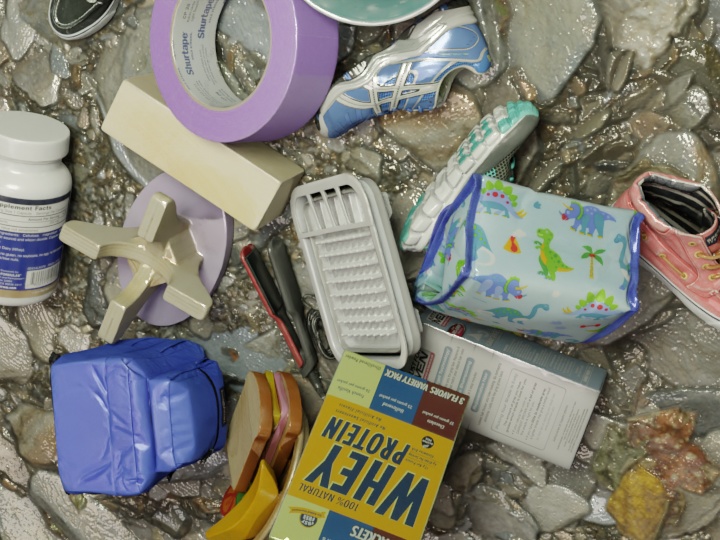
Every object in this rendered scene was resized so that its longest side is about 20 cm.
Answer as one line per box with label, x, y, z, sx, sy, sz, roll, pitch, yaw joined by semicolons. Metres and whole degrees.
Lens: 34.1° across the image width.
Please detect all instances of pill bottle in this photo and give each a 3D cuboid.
pill bottle;-0.389;-0.071;1.328;0.116;0.116;0.200;20;113;13

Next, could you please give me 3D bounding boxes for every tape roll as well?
tape roll;-0.118;-0.228;1.164;0.200;0.066;0.200;6;99;37

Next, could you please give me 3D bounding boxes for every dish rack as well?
dish rack;0.000;0.000;1.204;0.172;0.043;0.200;-7;99;62

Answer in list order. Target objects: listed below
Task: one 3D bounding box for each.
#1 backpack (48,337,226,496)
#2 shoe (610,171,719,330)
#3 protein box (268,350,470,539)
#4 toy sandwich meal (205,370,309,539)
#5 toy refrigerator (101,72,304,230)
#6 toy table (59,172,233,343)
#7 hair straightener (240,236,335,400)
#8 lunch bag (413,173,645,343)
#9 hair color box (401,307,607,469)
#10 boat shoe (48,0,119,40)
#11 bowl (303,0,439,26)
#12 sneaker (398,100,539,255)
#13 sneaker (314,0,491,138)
backpack;-0.231;0.160;1.303;0.168;0.200;0.163;2;94;13
shoe;0.323;-0.013;1.090;0.200;0.091;0.072;37;72;8
protein box;0.005;0.224;1.189;0.135;0.200;0.199;20;154;5
toy sandwich meal;-0.121;0.211;1.292;0.070;0.205;0.205;22;118;-21
toy refrigerator;-0.168;-0.126;1.247;0.200;0.076;0.070;34;112;6
toy table;-0.224;-0.012;1.288;0.184;0.117;0.200;19;113;13
hair straightener;-0.060;0.054;1.292;0.077;0.041;0.200;-17;102;25
lunch bag;0.153;0.003;1.112;0.170;0.128;0.200;13;157;-6
hair color box;0.145;0.120;1.230;0.200;0.061;0.099;21;114;12
boat shoe;-0.273;-0.316;1.224;0.199;0.068;0.074;-37;93;27
bowl;0.020;-0.333;1.086;0.200;0.105;0.201;5;109;14
sneaker;0.125;-0.080;1.171;0.091;0.078;0.200;32;121;-11
sneaker;0.038;-0.182;1.153;0.200;0.076;0.077;-32;91;28
